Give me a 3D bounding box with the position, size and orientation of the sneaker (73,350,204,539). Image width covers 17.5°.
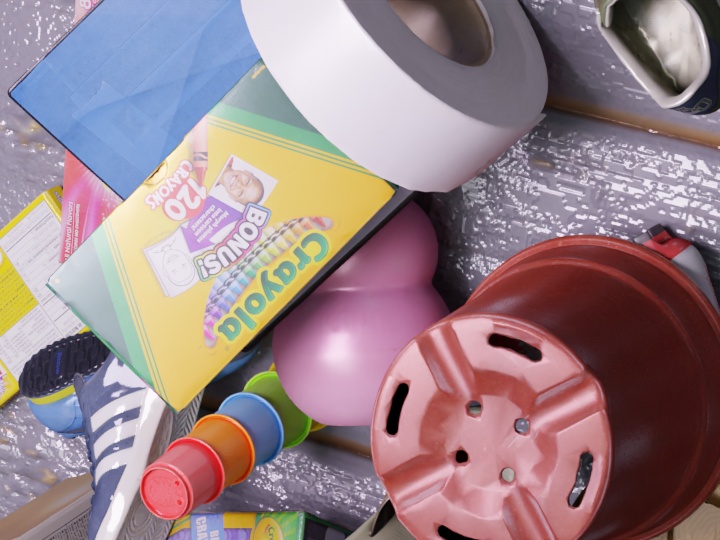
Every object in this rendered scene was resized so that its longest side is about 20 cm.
[{"bbox_3d":[-0.167,0.117,1.614,0.084,0.075,0.202,13,80,25],"label":"sneaker"}]

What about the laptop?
[{"bbox_3d":[-0.083,-0.091,1.486,0.187,0.116,0.200,-42,65,8],"label":"laptop"}]

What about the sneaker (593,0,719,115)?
[{"bbox_3d":[0.170,-0.184,1.419,0.067,0.090,0.201,-28,91,33],"label":"sneaker"}]

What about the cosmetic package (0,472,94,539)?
[{"bbox_3d":[-0.230,0.227,1.699,0.071,0.200,0.106,-13,99,31],"label":"cosmetic package"}]

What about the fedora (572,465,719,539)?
[{"bbox_3d":[0.221,0.204,1.520,0.199,0.082,0.202,5,102,26],"label":"fedora"}]

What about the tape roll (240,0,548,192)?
[{"bbox_3d":[0.023,-0.148,1.445,0.071,0.202,0.203,-40,85,31],"label":"tape roll"}]

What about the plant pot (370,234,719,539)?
[{"bbox_3d":[0.109,0.087,1.398,0.199,0.195,0.203,3,97,22],"label":"plant pot"}]

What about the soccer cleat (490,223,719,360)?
[{"bbox_3d":[0.145,0.048,1.521,0.199,0.069,0.086,-33,85,27],"label":"soccer cleat"}]

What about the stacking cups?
[{"bbox_3d":[-0.088,0.115,1.587,0.060,0.200,0.061,10,112,27],"label":"stacking cups"}]

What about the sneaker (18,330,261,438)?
[{"bbox_3d":[-0.150,0.077,1.699,0.199,0.066,0.079,-17,131,22],"label":"sneaker"}]

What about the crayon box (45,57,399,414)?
[{"bbox_3d":[-0.085,-0.024,1.461,0.119,0.058,0.200,44,98,-3],"label":"crayon box"}]

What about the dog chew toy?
[{"bbox_3d":[0.000,0.000,1.555,0.124,0.124,0.202,-2,93,28],"label":"dog chew toy"}]

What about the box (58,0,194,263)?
[{"bbox_3d":[-0.139,-0.097,1.609,0.102,0.095,0.202,17,113,23],"label":"box"}]

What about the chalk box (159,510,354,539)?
[{"bbox_3d":[-0.062,0.240,1.634,0.199,0.124,0.125,-2,72,30],"label":"chalk box"}]

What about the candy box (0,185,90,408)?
[{"bbox_3d":[-0.263,0.032,1.757,0.200,0.026,0.103,-37,89,32],"label":"candy box"}]

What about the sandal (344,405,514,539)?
[{"bbox_3d":[0.040,0.173,1.557,0.080,0.201,0.057,38,156,9],"label":"sandal"}]
